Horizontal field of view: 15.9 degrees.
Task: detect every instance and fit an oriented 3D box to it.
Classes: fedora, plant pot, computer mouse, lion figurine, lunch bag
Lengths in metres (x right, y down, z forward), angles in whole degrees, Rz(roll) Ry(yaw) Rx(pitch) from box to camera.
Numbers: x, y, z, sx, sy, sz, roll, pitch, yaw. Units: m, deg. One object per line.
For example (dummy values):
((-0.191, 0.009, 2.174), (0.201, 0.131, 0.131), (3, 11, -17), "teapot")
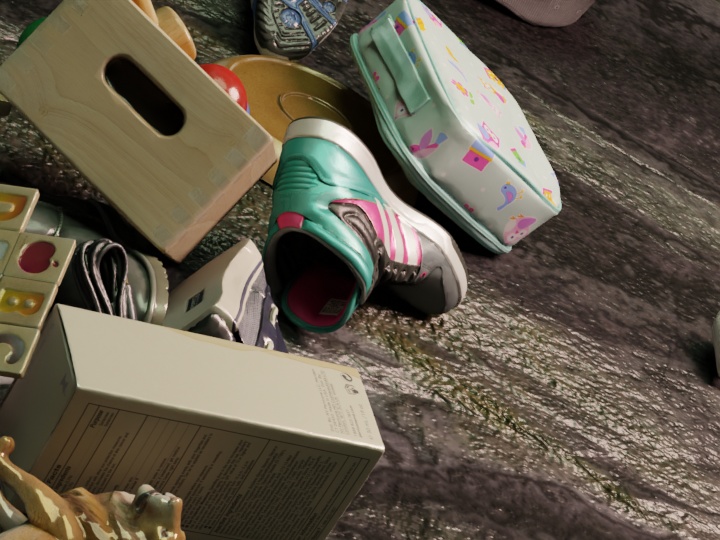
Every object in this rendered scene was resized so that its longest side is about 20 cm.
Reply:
((0.165, -0.294, 2.455), (0.177, 0.091, 0.199), (46, 24, 27), "fedora")
((-0.039, -0.111, 1.998), (0.199, 0.028, 0.200), (24, 26, -12), "plant pot")
((-0.216, 0.034, 1.489), (0.199, 0.044, 0.111), (1, 80, -27), "computer mouse")
((-0.181, 0.158, 1.346), (0.122, 0.073, 0.200), (44, 43, 12), "lion figurine")
((0.067, -0.117, 2.008), (0.160, 0.077, 0.200), (37, 20, -37), "lunch bag")

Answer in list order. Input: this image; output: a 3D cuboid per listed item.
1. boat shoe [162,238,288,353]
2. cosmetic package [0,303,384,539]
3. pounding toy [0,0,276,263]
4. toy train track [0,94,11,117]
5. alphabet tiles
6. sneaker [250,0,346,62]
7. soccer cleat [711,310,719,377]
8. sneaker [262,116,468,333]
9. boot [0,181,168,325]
((-0.078, 0.049, 1.644), (0.093, 0.074, 0.200), (54, 13, -11), "boat shoe")
((-0.099, 0.096, 1.477), (0.199, 0.104, 0.073), (15, 35, -29), "cosmetic package")
((-0.145, -0.127, 1.666), (0.200, 0.142, 0.184), (44, -2, 1), "pounding toy")
((-0.333, -0.123, 1.723), (0.199, 0.033, 0.115), (11, 31, -19), "toy train track")
((-0.267, 0.007, 1.447), (0.199, 0.006, 0.167), (8, 50, 12), "alphabet tiles")
((-0.056, -0.230, 2.146), (0.075, 0.077, 0.201), (25, 41, -12), "sneaker")
((0.361, 0.090, 2.010), (0.199, 0.070, 0.087), (23, 42, -8), "soccer cleat")
((0.000, 0.000, 1.781), (0.200, 0.083, 0.121), (46, 50, -37), "sneaker")
((-0.231, -0.017, 1.587), (0.199, 0.073, 0.182), (20, 13, -32), "boot")
